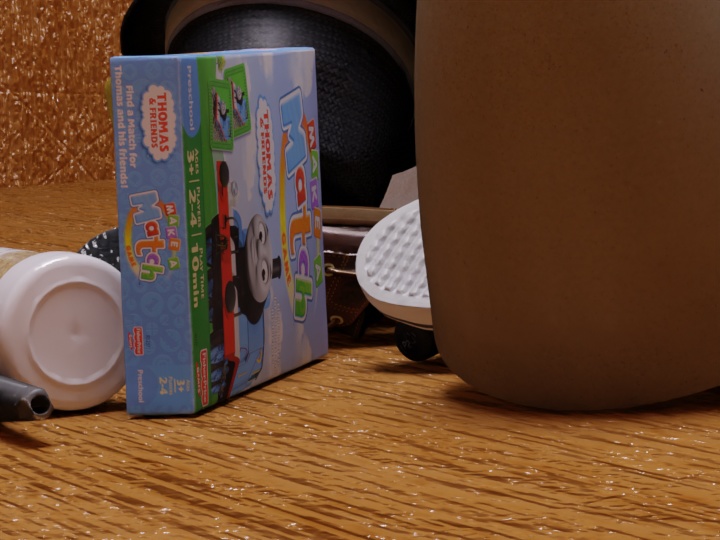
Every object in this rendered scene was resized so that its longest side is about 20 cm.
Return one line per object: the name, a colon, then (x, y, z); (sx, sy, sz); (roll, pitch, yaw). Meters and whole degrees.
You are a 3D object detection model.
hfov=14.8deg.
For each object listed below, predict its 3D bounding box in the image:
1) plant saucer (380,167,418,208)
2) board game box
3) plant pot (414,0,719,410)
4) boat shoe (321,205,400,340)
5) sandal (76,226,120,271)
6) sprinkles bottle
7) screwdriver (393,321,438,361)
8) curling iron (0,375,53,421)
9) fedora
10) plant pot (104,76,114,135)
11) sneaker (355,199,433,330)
plant saucer: (0.020, -0.044, 1.556); (0.200, 0.032, 0.201); (-36, 25, 20)
board game box: (-0.061, -0.024, 1.250); (0.036, 0.152, 0.200); (-1, 5, 15)
plant pot: (0.097, -0.079, 1.127); (0.186, 0.201, 0.188); (-13, 28, 7)
boat shoe: (0.000, 0.000, 1.404); (0.199, 0.071, 0.070); (0, -3, 5)
sandal: (-0.089, 0.007, 1.467); (0.075, 0.048, 0.200); (42, 32, 16)
sprinkles bottle: (-0.164, 0.022, 1.273); (0.068, 0.069, 0.200); (-5, 5, -25)
screwdriver: (0.081, -0.002, 1.366); (0.028, 0.029, 0.200); (43, 40, 14)
curling iron: (-0.175, 0.049, 1.181); (0.050, 0.026, 0.200); (36, -11, -27)
fedora: (-0.036, -0.078, 1.446); (0.199, 0.092, 0.201); (3, -32, 2)
plant pot: (-0.053, -0.084, 1.835); (0.176, 0.201, 0.200); (-14, -1, 27)
sneaker: (0.101, 0.003, 1.281); (0.199, 0.079, 0.080); (-8, -37, 16)
